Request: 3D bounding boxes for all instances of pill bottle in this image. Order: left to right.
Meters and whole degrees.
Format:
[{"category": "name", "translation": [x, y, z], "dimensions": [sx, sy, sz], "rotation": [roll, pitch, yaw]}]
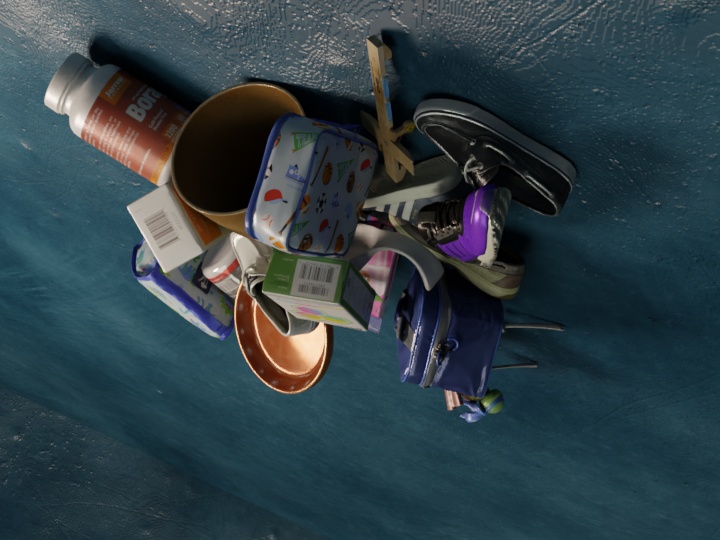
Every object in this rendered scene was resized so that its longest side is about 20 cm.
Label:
[{"category": "pill bottle", "translation": [-0.326, -0.211, 1.353], "dimensions": [0.199, 0.113, 0.112], "rotation": [31, 154, -7]}, {"category": "pill bottle", "translation": [-0.148, 0.018, 1.584], "dimensions": [0.200, 0.117, 0.115], "rotation": [41, 151, -24]}]

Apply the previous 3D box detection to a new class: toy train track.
[{"category": "toy train track", "translation": [0.037, -0.186, 1.133], "dimensions": [0.115, 0.032, 0.201], "rotation": [49, 161, 37]}]

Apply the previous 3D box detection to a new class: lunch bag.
[{"category": "lunch bag", "translation": [-0.284, 0.014, 1.623], "dimensions": [0.170, 0.127, 0.200], "rotation": [41, -167, -24]}, {"category": "lunch bag", "translation": [-0.051, -0.099, 1.136], "dimensions": [0.075, 0.162, 0.200], "rotation": [18, -174, 20]}, {"category": "lunch bag", "translation": [0.108, 0.076, 1.312], "dimensions": [0.131, 0.200, 0.137], "rotation": [11, 109, -3]}]

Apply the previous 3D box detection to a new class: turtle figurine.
[{"category": "turtle figurine", "translation": [0.173, 0.110, 1.487], "dimensions": [0.194, 0.200, 0.144], "rotation": [43, 180, 15]}]

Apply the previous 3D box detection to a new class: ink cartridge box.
[{"category": "ink cartridge box", "translation": [-0.043, 0.033, 1.273], "dimensions": [0.103, 0.060, 0.200], "rotation": [10, 167, 16]}, {"category": "ink cartridge box", "translation": [0.000, 0.000, 1.401], "dimensions": [0.094, 0.037, 0.202], "rotation": [21, 125, 14]}]

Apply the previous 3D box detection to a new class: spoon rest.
[{"category": "spoon rest", "translation": [0.013, -0.024, 1.287], "dimensions": [0.198, 0.100, 0.061], "rotation": [11, 136, 35]}]

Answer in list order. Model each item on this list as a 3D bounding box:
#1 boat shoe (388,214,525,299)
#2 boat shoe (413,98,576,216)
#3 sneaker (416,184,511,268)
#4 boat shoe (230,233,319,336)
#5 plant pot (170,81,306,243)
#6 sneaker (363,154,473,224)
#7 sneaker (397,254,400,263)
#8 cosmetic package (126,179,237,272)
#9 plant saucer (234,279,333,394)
[{"category": "boat shoe", "translation": [0.129, -0.042, 1.276], "dimensions": [0.199, 0.073, 0.065], "rotation": [32, 128, 12]}, {"category": "boat shoe", "translation": [0.144, -0.123, 1.106], "dimensions": [0.199, 0.068, 0.072], "rotation": [29, 154, -1]}, {"category": "sneaker", "translation": [0.112, -0.051, 1.120], "dimensions": [0.098, 0.070, 0.200], "rotation": [15, 167, 5]}, {"category": "boat shoe", "translation": [-0.135, 0.010, 1.409], "dimensions": [0.200, 0.065, 0.074], "rotation": [48, 127, 23]}, {"category": "plant pot", "translation": [-0.118, -0.110, 1.284], "dimensions": [0.185, 0.188, 0.200], "rotation": [14, 161, 27]}, {"category": "sneaker", "translation": [0.058, -0.087, 1.245], "dimensions": [0.199, 0.075, 0.085], "rotation": [0, 138, 44]}, {"category": "sneaker", "translation": [-0.022, -0.011, 1.476], "dimensions": [0.199, 0.083, 0.072], "rotation": [-23, 105, 30]}, {"category": "cosmetic package", "translation": [-0.219, -0.082, 1.324], "dimensions": [0.071, 0.200, 0.102], "rotation": [-26, 100, 22]}, {"category": "plant saucer", "translation": [-0.113, 0.083, 1.471], "dimensions": [0.199, 0.032, 0.203], "rotation": [12, 108, 41]}]
